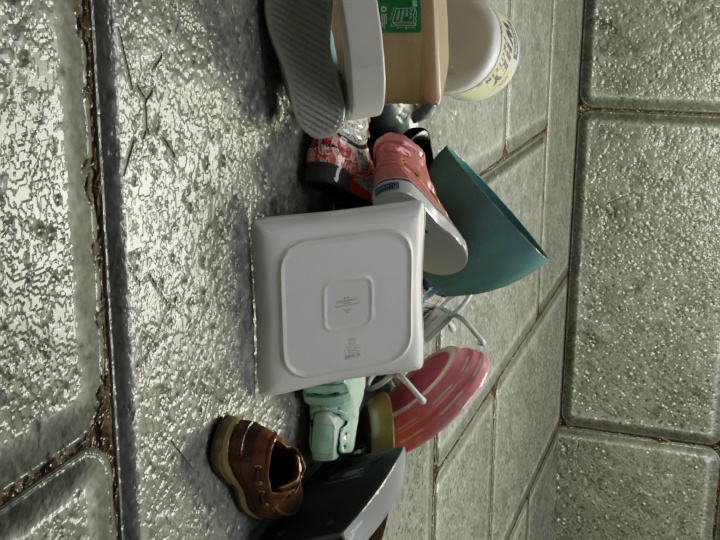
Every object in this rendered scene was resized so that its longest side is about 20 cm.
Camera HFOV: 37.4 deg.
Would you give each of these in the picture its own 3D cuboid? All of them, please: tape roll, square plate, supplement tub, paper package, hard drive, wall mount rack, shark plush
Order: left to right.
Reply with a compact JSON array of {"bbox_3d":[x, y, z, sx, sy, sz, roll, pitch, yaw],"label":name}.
[{"bbox_3d":[-0.027,0.272,1.217,0.043,0.134,0.200,67,26,-9],"label":"hard drive"},{"bbox_3d":[-0.016,0.032,1.143,0.028,0.199,0.200,-145,-129,-62],"label":"square plate"},{"bbox_3d":[-0.012,-0.259,1.121,0.203,0.037,0.204,169,-90,-84],"label":"tape roll"},{"bbox_3d":[0.029,-0.174,1.424,0.083,0.091,0.201,-35,152,-41],"label":"shark plush"},{"bbox_3d":[0.050,-0.319,1.274,0.191,0.103,0.201,-77,165,-60],"label":"paper package"},{"bbox_3d":[0.092,0.112,1.487,0.200,0.075,0.174,-43,-168,-5],"label":"wall mount rack"},{"bbox_3d":[0.151,-0.323,1.551,0.200,0.144,0.146,-12,107,-70],"label":"supplement tub"}]

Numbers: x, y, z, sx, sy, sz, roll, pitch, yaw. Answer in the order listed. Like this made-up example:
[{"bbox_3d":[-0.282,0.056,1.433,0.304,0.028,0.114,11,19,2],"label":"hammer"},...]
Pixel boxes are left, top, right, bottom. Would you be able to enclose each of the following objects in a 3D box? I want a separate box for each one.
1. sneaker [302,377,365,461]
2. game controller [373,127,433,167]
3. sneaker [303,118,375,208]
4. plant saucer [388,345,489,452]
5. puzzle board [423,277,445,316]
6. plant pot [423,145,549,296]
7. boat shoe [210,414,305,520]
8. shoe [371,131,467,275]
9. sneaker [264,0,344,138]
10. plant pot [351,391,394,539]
[{"bbox_3d":[-0.036,0.159,1.247,0.201,0.073,0.119,57,36,-64],"label":"sneaker"},{"bbox_3d":[0.063,-0.108,1.427,0.104,0.042,0.200,-40,152,-13],"label":"game controller"},{"bbox_3d":[-0.004,-0.135,1.275,0.201,0.067,0.109,25,75,-67],"label":"sneaker"},{"bbox_3d":[0.096,0.178,1.533,0.051,0.200,0.201,47,35,-9],"label":"plant saucer"},{"bbox_3d":[0.055,0.073,1.449,0.151,0.017,0.200,-48,163,9],"label":"puzzle board"},{"bbox_3d":[0.131,-0.045,1.395,0.135,0.200,0.200,-42,163,10],"label":"plant pot"},{"bbox_3d":[-0.093,0.217,1.116,0.200,0.067,0.072,66,34,-55],"label":"boat shoe"},{"bbox_3d":[0.072,-0.077,1.256,0.200,0.071,0.092,46,36,-50],"label":"shoe"},{"bbox_3d":[-0.062,-0.240,1.107,0.082,0.073,0.202,-122,-155,-71],"label":"sneaker"},{"bbox_3d":[0.012,0.258,1.387,0.200,0.027,0.202,-174,-90,-82],"label":"plant pot"}]
